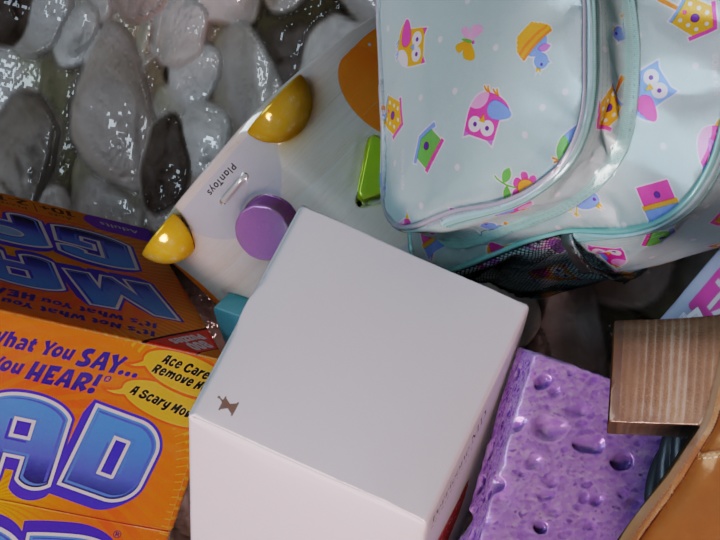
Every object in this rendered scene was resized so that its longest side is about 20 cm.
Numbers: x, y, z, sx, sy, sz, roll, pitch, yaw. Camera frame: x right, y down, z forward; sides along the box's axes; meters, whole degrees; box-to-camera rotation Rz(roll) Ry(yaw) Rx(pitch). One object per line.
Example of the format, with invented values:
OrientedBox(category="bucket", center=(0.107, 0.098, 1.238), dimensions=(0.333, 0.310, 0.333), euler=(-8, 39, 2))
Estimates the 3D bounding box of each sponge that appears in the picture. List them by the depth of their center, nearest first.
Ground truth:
OrientedBox(category="sponge", center=(0.093, 0.148, 1.096), dimensions=(0.030, 0.111, 0.201), euler=(8, 79, 71))

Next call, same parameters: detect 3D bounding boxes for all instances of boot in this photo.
OrientedBox(category="boot", center=(0.176, 0.118, 1.009), dimensions=(0.153, 0.074, 0.202), euler=(4, 91, 6))

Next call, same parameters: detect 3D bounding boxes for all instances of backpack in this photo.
OrientedBox(category="backpack", center=(0.107, -0.086, 1.136), dimensions=(0.199, 0.153, 0.177), euler=(-9, 75, 34))

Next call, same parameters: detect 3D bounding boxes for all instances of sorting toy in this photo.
OrientedBox(category="sorting toy", center=(0.000, 0.000, 1.275), dimensions=(0.180, 0.107, 0.200), euler=(47, 119, 8))

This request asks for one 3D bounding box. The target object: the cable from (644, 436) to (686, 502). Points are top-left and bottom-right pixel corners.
OrientedBox(category="cable", center=(0.204, 0.122, 1.073), dimensions=(0.163, 0.051, 0.200), euler=(-40, 88, 16))

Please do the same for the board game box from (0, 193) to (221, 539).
OrientedBox(category="board game box", center=(-0.214, 0.080, 1.322), dimensions=(0.200, 0.198, 0.201), euler=(-129, 55, -63))

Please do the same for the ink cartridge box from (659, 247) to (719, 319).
OrientedBox(category="ink cartridge box", center=(0.157, 0.099, 1.164), dimensions=(0.120, 0.042, 0.200), euler=(52, 122, 28))

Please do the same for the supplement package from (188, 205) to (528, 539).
OrientedBox(category="supplement package", center=(-0.004, 0.085, 1.160), dimensions=(0.119, 0.200, 0.122), euler=(24, 64, 9))
